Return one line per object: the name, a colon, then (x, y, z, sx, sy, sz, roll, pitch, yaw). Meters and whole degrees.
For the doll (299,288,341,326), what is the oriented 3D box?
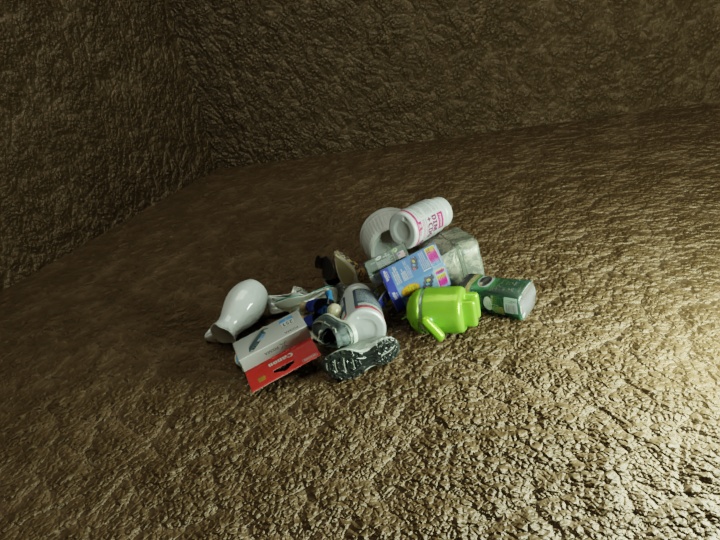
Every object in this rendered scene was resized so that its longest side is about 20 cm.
doll: (-0.106, 0.119, 1.594, 0.047, 0.141, 0.198, 11, -14, -30)

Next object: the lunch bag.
lunch bag: (0.254, -0.028, 1.732, 0.164, 0.143, 0.200, -18, 20, -4)

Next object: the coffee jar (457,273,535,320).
coffee jar: (0.350, 0.066, 1.537, 0.196, 0.087, 0.104, 8, 34, 40)

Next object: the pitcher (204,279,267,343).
pitcher: (-0.378, 0.129, 1.764, 0.169, 0.122, 0.202, -13, 34, 43)

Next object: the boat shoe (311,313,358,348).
boat shoe: (-0.081, 0.155, 1.470, 0.061, 0.075, 0.198, -20, 12, -31)

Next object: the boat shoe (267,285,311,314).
boat shoe: (-0.195, 0.083, 1.806, 0.194, 0.071, 0.071, -12, 6, 1)

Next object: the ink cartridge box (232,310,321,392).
ink cartridge box: (-0.218, 0.201, 1.505, 0.196, 0.046, 0.176, -27, 32, -11)

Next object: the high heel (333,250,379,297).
high heel: (0.000, 0.000, 1.760, 0.071, 0.202, 0.143, -29, 13, 35)

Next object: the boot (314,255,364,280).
boot: (-0.029, 0.000, 1.833, 0.195, 0.066, 0.186, 11, 13, -22)

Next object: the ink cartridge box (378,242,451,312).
ink cartridge box: (0.134, 0.029, 1.565, 0.196, 0.137, 0.078, -26, 59, 4)

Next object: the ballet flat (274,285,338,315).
ballet flat: (-0.159, 0.099, 1.737, 0.195, 0.071, 0.070, -15, 23, 0)

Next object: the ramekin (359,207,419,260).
ramekin: (0.099, -0.090, 1.896, 0.195, 0.204, 0.106, -14, 31, -2)

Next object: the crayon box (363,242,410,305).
crayon box: (0.094, 0.015, 1.635, 0.125, 0.201, 0.052, -26, 58, 2)

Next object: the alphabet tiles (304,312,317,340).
alphabet tiles: (-0.138, 0.156, 1.694, 0.194, 0.015, 0.197, -10, 23, 8)

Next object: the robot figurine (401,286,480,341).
robot figurine: (0.205, 0.101, 1.498, 0.195, 0.119, 0.176, -3, 24, 23)

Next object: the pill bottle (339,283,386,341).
pill bottle: (0.002, 0.116, 1.574, 0.116, 0.123, 0.201, -13, 23, 1)

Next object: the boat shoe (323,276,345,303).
boat shoe: (-0.080, 0.039, 1.861, 0.072, 0.066, 0.203, -13, 22, -2)

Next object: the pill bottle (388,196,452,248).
pill bottle: (0.188, -0.151, 1.790, 0.112, 0.116, 0.198, 10, 28, 43)

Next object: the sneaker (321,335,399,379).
sneaker: (-0.003, 0.211, 1.441, 0.195, 0.076, 0.079, -14, 11, -15)

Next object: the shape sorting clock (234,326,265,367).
shape sorting clock: (-0.256, 0.200, 1.609, 0.195, 0.040, 0.201, -16, 28, 8)
